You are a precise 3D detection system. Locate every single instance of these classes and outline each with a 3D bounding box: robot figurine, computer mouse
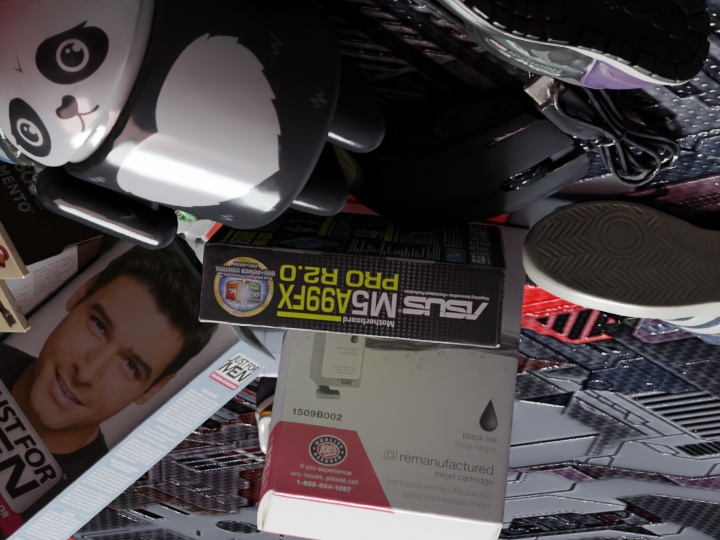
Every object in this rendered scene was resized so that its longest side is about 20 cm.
[{"bbox_3d":[-0.088,-0.092,1.115,0.199,0.151,0.125,18,169,-26],"label":"robot figurine"},{"bbox_3d":[0.065,-0.061,1.245,0.199,0.053,0.138,-8,155,34],"label":"computer mouse"}]

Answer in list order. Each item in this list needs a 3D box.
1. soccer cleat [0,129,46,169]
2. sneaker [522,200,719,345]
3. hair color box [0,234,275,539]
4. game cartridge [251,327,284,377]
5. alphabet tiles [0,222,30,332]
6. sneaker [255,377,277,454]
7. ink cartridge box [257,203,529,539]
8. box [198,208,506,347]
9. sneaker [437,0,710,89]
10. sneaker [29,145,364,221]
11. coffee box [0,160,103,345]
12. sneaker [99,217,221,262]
[{"bbox_3d":[-0.214,-0.124,1.159,0.086,0.070,0.200,28,158,27],"label":"soccer cleat"},{"bbox_3d":[0.194,0.011,1.350,0.199,0.075,0.085,7,154,-1],"label":"sneaker"},{"bbox_3d":[-0.159,0.074,1.276,0.200,0.099,0.061,-40,157,4],"label":"hair color box"},{"bbox_3d":[-0.106,0.043,1.509,0.199,0.041,0.133,2,-176,13],"label":"game cartridge"},{"bbox_3d":[-0.250,-0.053,1.208,0.166,0.006,0.200,-2,120,54],"label":"alphabet tiles"},{"bbox_3d":[0.001,0.091,1.617,0.078,0.080,0.200,24,151,-35],"label":"sneaker"},{"bbox_3d":[0.021,0.066,1.380,0.146,0.201,0.083,8,155,-3],"label":"ink cartridge box"},{"bbox_3d":[0.000,0.000,1.247,0.160,0.044,0.200,4,-172,1],"label":"box"},{"bbox_3d":[0.067,-0.128,1.051,0.200,0.076,0.087,24,159,-35],"label":"sneaker"},{"bbox_3d":[-0.097,-0.052,1.248,0.199,0.089,0.077,11,162,13],"label":"sneaker"},{"bbox_3d":[-0.221,0.011,1.338,0.080,0.115,0.200,-21,152,-26],"label":"coffee box"},{"bbox_3d":[-0.143,-0.030,1.399,0.082,0.077,0.200,36,171,15],"label":"sneaker"}]
